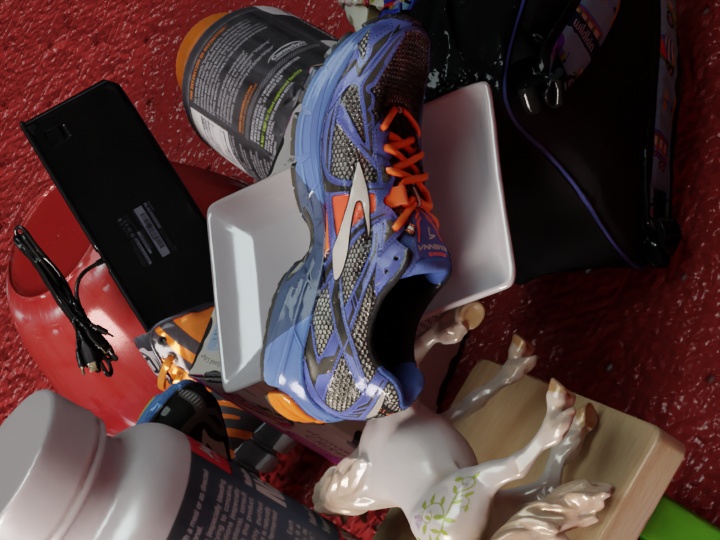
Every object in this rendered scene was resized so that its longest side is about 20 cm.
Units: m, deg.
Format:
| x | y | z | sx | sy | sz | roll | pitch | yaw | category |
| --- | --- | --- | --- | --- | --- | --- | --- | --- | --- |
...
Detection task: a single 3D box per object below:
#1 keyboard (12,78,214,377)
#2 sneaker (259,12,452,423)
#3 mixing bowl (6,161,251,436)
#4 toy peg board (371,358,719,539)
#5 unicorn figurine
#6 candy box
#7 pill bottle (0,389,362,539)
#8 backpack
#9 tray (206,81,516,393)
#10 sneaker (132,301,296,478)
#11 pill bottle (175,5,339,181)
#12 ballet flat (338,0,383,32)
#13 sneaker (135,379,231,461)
| x | y | z | sx | sy | sz | roll | pitch | yaw | category |
| --- | --- | --- | --- | --- | --- | --- | --- | --- | --- |
| -0.153 | -0.011 | 1.292 | 0.127 | 0.200 | 0.021 | -32 | -1 | -30 | keyboard |
| 0.012 | -0.022 | 0.981 | 0.078 | 0.075 | 0.201 | 10 | 96 | 35 | sneaker |
| -0.165 | 0.000 | 1.381 | 0.200 | 0.108 | 0.201 | -29 | 44 | 32 | mixing bowl |
| 0.085 | 0.167 | 1.015 | 0.201 | 0.098 | 0.199 | -59 | 21 | -5 | toy peg board |
| 0.038 | 0.089 | 0.989 | 0.138 | 0.074 | 0.200 | -50 | 20 | 6 | unicorn figurine |
| 0.000 | 0.000 | 1.177 | 0.061 | 0.136 | 0.201 | -2 | 61 | 49 | candy box |
| -0.095 | 0.145 | 1.022 | 0.120 | 0.200 | 0.120 | -45 | 25 | 27 | pill bottle |
| 0.094 | -0.115 | 1.121 | 0.134 | 0.183 | 0.201 | -9 | 53 | 33 | backpack |
| 0.000 | -0.012 | 1.044 | 0.200 | 0.022 | 0.108 | -22 | 65 | 38 | tray |
| -0.107 | 0.093 | 1.221 | 0.200 | 0.112 | 0.078 | -48 | 6 | -8 | sneaker |
| -0.049 | -0.109 | 1.335 | 0.106 | 0.106 | 0.200 | -55 | 37 | 1 | pill bottle |
| 0.031 | -0.165 | 1.324 | 0.200 | 0.075 | 0.064 | 24 | 97 | 56 | ballet flat |
| -0.075 | 0.146 | 1.134 | 0.082 | 0.200 | 0.071 | 13 | 34 | 38 | sneaker |
